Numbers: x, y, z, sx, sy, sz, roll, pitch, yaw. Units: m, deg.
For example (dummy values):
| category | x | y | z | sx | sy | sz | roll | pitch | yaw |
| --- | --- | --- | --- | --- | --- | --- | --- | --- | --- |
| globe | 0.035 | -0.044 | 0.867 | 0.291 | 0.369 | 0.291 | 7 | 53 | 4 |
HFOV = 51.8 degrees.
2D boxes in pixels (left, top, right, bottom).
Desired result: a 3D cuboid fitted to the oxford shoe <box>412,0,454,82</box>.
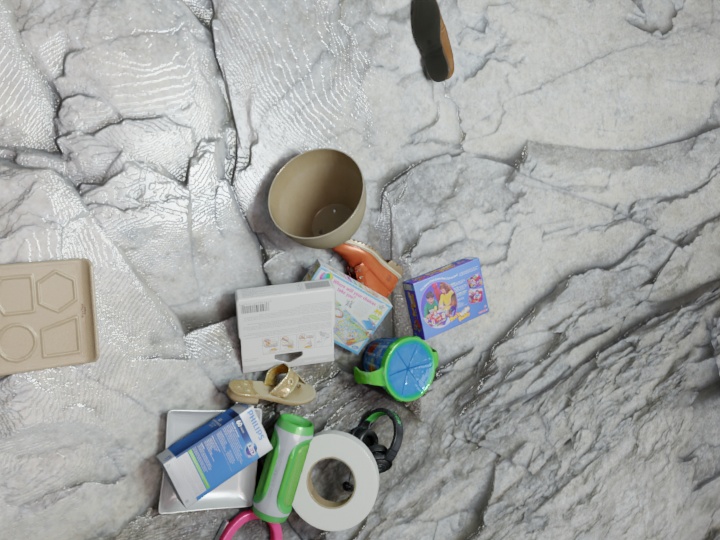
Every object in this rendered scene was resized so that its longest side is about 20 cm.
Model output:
| category | x | y | z | sx | sy | sz | roll | pitch | yaw |
| --- | --- | --- | --- | --- | --- | --- | --- | --- | --- |
| oxford shoe | 0.167 | -0.528 | 1.670 | 0.071 | 0.070 | 0.204 | -31 | 111 | -54 |

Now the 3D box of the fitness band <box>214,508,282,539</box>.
| category | x | y | z | sx | sy | sz | roll | pitch | yaw |
| --- | --- | --- | --- | --- | --- | --- | --- | --- | --- |
| fitness band | -0.239 | 0.585 | 1.517 | 0.142 | 0.037 | 0.203 | 30 | 80 | -29 |

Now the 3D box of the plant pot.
| category | x | y | z | sx | sy | sz | roll | pitch | yaw |
| --- | --- | --- | --- | --- | --- | --- | --- | --- | --- |
| plant pot | -0.072 | -0.123 | 1.494 | 0.202 | 0.198 | 0.135 | -56 | 153 | -14 |

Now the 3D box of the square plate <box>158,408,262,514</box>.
| category | x | y | z | sx | sy | sz | roll | pitch | yaw |
| --- | --- | --- | --- | --- | --- | --- | --- | --- | --- |
| square plate | -0.297 | 0.372 | 1.470 | 0.197 | 0.028 | 0.203 | 5 | 91 | -31 |

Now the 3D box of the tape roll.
| category | x | y | z | sx | sy | sz | roll | pitch | yaw |
| --- | --- | --- | --- | --- | --- | --- | --- | --- | --- |
| tape roll | -0.059 | 0.438 | 1.548 | 0.198 | 0.037 | 0.207 | 0 | 92 | 9 |

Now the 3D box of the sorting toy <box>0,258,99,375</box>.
| category | x | y | z | sx | sy | sz | roll | pitch | yaw |
| --- | --- | --- | --- | --- | --- | --- | --- | --- | --- |
| sorting toy | -0.563 | 0.079 | 1.290 | 0.196 | 0.036 | 0.189 | -5 | 96 | -26 |

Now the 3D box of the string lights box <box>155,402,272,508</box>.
| category | x | y | z | sx | sy | sz | roll | pitch | yaw |
| --- | --- | --- | --- | --- | --- | --- | --- | --- | --- |
| string lights box | -0.279 | 0.350 | 1.429 | 0.198 | 0.059 | 0.104 | -30 | 108 | -26 |

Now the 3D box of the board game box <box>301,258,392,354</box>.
| category | x | y | z | sx | sy | sz | roll | pitch | yaw |
| --- | --- | --- | --- | --- | --- | --- | --- | --- | --- |
| board game box | -0.047 | 0.079 | 1.563 | 0.198 | 0.034 | 0.135 | 30 | 104 | -29 |

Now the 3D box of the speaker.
| category | x | y | z | sx | sy | sz | roll | pitch | yaw |
| --- | --- | --- | --- | --- | --- | --- | --- | --- | --- |
| speaker | -0.156 | 0.399 | 1.499 | 0.087 | 0.088 | 0.204 | 14 | 95 | -30 |

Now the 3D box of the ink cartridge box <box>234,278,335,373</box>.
| category | x | y | z | sx | sy | sz | roll | pitch | yaw |
| --- | --- | --- | --- | --- | --- | --- | --- | --- | --- |
| ink cartridge box | -0.150 | 0.112 | 1.499 | 0.196 | 0.045 | 0.179 | -6 | 122 | -13 |

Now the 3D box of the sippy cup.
| category | x | y | z | sx | sy | sz | roll | pitch | yaw |
| --- | --- | --- | --- | --- | --- | --- | --- | --- | --- |
| sippy cup | 0.075 | 0.204 | 1.620 | 0.176 | 0.130 | 0.142 | 28 | 81 | -29 |

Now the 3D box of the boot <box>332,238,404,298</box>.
| category | x | y | z | sx | sy | sz | roll | pitch | yaw |
| --- | --- | --- | --- | --- | --- | --- | --- | --- | --- |
| boot | 0.000 | 0.000 | 1.597 | 0.199 | 0.075 | 0.109 | 33 | 82 | -29 |

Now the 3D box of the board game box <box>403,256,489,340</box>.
| category | x | y | z | sx | sy | sz | roll | pitch | yaw |
| --- | --- | --- | --- | --- | --- | --- | --- | --- | --- |
| board game box | 0.203 | 0.063 | 1.735 | 0.197 | 0.045 | 0.137 | -19 | 103 | -28 |

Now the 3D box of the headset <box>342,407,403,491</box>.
| category | x | y | z | sx | sy | sz | roll | pitch | yaw |
| --- | --- | --- | --- | --- | --- | --- | --- | --- | --- |
| headset | 0.028 | 0.400 | 1.621 | 0.093 | 0.123 | 0.201 | 32 | 95 | -36 |

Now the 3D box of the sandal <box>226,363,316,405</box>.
| category | x | y | z | sx | sy | sz | roll | pitch | yaw |
| --- | --- | --- | --- | --- | --- | --- | --- | --- | --- |
| sandal | -0.164 | 0.222 | 1.490 | 0.209 | 0.078 | 0.071 | 5 | 115 | -38 |
